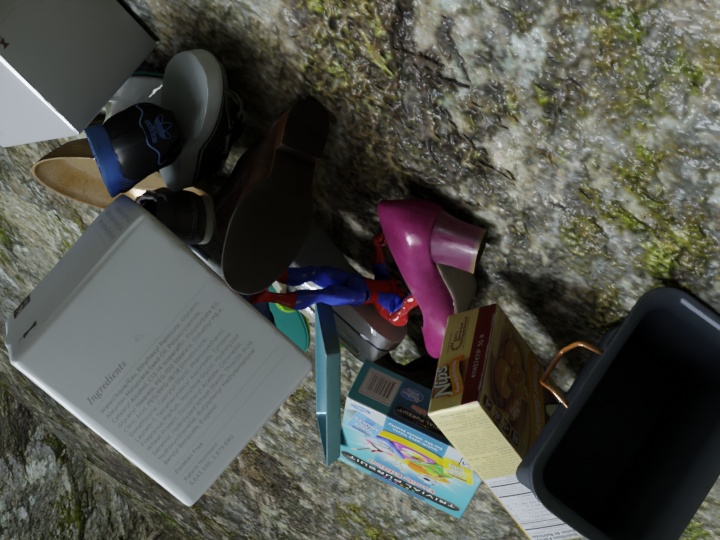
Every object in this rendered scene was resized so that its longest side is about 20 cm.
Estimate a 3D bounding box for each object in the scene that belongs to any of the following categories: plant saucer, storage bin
[{"bbox_3d":[-0.032,0.114,1.297,0.019,0.070,0.200,-8,141,-7],"label":"plant saucer"},{"bbox_3d":[-0.245,-0.100,1.383,0.200,0.035,0.200,9,167,2],"label":"plant saucer"},{"bbox_3d":[0.203,0.121,1.047,0.145,0.200,0.134,36,168,-3],"label":"storage bin"}]

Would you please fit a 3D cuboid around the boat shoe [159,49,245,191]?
[{"bbox_3d":[-0.140,-0.141,1.178,0.071,0.064,0.200,64,156,14],"label":"boat shoe"}]

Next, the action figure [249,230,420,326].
[{"bbox_3d":[0.000,0.000,1.224,0.200,0.065,0.099,12,129,-33],"label":"action figure"}]

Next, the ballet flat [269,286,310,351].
[{"bbox_3d":[-0.132,0.020,1.524,0.200,0.067,0.067,47,177,-20],"label":"ballet flat"}]

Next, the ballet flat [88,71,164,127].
[{"bbox_3d":[-0.233,-0.155,1.282,0.200,0.069,0.069,10,147,48],"label":"ballet flat"}]

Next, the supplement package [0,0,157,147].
[{"bbox_3d":[-0.306,-0.201,1.222,0.120,0.121,0.200,47,157,-26],"label":"supplement package"}]

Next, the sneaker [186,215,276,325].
[{"bbox_3d":[-0.140,0.029,1.344,0.202,0.077,0.146,-136,36,-61],"label":"sneaker"}]

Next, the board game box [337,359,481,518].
[{"bbox_3d":[0.056,0.176,1.322,0.151,0.047,0.200,25,155,8],"label":"board game box"}]

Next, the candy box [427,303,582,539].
[{"bbox_3d":[0.139,0.139,1.159,0.055,0.116,0.200,-17,128,31],"label":"candy box"}]

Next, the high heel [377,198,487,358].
[{"bbox_3d":[0.056,0.006,1.185,0.096,0.067,0.200,21,141,10],"label":"high heel"}]

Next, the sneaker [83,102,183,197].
[{"bbox_3d":[-0.200,-0.110,1.169,0.200,0.078,0.070,-158,48,-79],"label":"sneaker"}]

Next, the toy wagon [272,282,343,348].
[{"bbox_3d":[-0.049,0.020,1.413,0.200,0.040,0.155,39,158,-6],"label":"toy wagon"}]

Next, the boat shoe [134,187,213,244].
[{"bbox_3d":[-0.206,-0.052,1.295,0.057,0.067,0.200,3,179,-28],"label":"boat shoe"}]

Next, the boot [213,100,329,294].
[{"bbox_3d":[-0.101,-0.045,1.165,0.064,0.187,0.200,30,158,-16],"label":"boot"}]

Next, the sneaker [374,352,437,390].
[{"bbox_3d":[0.084,0.135,1.430,0.077,0.082,0.200,-18,147,42],"label":"sneaker"}]

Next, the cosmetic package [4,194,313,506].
[{"bbox_3d":[-0.180,0.064,1.137,0.200,0.165,0.165,43,175,-19],"label":"cosmetic package"}]

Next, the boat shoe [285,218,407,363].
[{"bbox_3d":[-0.043,0.013,1.305,0.200,0.072,0.066,42,128,-6],"label":"boat shoe"}]
